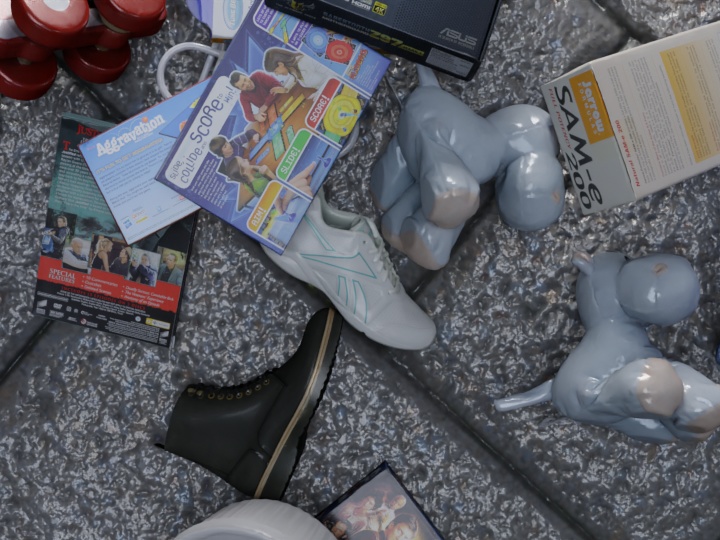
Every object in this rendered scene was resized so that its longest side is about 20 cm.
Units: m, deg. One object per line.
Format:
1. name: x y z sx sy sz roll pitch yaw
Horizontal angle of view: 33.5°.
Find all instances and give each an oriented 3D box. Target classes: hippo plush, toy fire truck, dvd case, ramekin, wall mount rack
1. hippo plush: 0.106 -0.098 1.128 0.159 0.159 0.203 -1 69 -22
2. toy fire truck: -0.282 -0.264 1.098 0.199 0.112 0.169 -21 79 -40
3. dvd case: -0.230 -0.036 1.144 0.144 0.022 0.203 13 108 0
4. ramekin: -0.093 0.308 1.118 0.199 0.094 0.205 6 109 16
5. wall mount rack: -0.106 -0.130 1.146 0.198 0.075 0.176 20 88 -1
6. hippo plush: 0.259 0.069 1.129 0.158 0.198 0.163 23 69 -39

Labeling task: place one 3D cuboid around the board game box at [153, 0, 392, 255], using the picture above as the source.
1. board game box: -0.078 -0.135 1.072 0.134 0.034 0.202 31 91 -5

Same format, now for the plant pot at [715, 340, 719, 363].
1. plant pot: 0.448 0.040 1.096 0.198 0.180 0.202 22 92 0

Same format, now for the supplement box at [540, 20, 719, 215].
1. supplement box: 0.274 -0.143 1.100 0.198 0.073 0.128 -20 92 -32

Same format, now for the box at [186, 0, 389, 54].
1. box: -0.061 -0.268 1.107 0.197 0.041 0.121 3 93 -8

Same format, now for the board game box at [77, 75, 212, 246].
1. board game box: -0.148 -0.113 1.097 0.198 0.019 0.104 -27 96 -1

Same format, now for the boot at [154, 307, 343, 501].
1. boot: -0.106 0.112 1.152 0.137 0.077 0.202 22 90 4

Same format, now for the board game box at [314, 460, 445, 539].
1. board game box: 0.033 0.309 1.174 0.135 0.035 0.201 -38 92 1

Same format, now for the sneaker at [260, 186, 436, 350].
1. sneaker: 0.000 0.000 1.133 0.199 0.071 0.080 38 109 -8

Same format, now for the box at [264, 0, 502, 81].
1. box: 0.033 -0.275 1.047 0.198 0.051 0.160 21 73 -3
